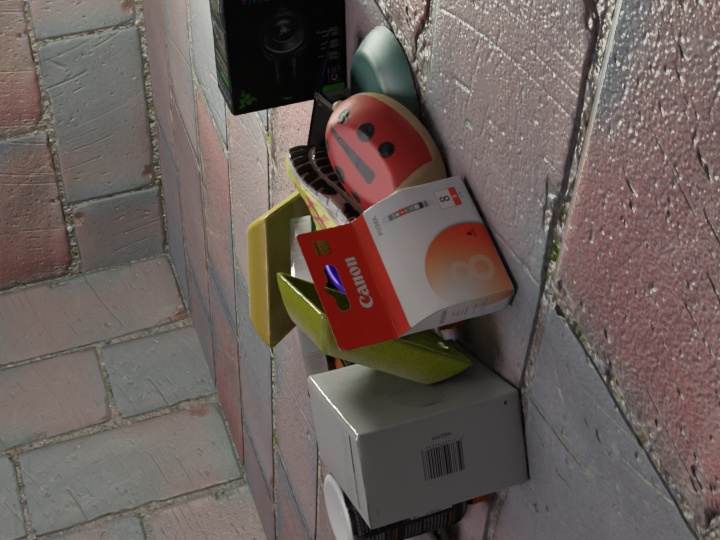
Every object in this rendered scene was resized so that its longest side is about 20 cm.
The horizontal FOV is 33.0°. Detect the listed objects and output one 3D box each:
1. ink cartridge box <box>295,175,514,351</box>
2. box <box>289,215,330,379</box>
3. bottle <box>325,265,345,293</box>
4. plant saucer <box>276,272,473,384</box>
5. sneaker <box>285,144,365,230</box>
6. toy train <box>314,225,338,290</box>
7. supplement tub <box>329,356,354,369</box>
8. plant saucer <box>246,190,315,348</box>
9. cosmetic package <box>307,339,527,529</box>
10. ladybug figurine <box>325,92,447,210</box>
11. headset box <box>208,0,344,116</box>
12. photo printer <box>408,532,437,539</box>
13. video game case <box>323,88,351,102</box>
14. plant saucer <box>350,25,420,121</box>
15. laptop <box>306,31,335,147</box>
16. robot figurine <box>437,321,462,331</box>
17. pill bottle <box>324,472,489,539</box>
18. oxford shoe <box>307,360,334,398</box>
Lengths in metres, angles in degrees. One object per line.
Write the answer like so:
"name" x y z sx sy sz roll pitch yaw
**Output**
"ink cartridge box" 0.047 -0.012 1.331 0.050 0.198 0.163 103 150 -55
"box" -0.072 0.039 1.716 0.201 0.036 0.145 -94 -4 -51
"bottle" 0.000 0.000 1.674 0.084 0.065 0.200 62 -175 11
"plant saucer" 0.005 0.075 1.436 0.048 0.199 0.200 -68 23 6
"sneaker" -0.039 -0.078 1.553 0.200 0.078 0.091 53 143 27
"toy train" -0.050 -0.067 1.747 0.056 0.041 0.202 -41 -60 -80
"supplement tub" 0.031 0.128 1.666 0.200 0.121 0.123 -124 25 -54
"plant saucer" -0.117 -0.015 1.800 0.200 0.048 0.202 -44 -42 -62
"cosmetic package" 0.064 0.187 1.444 0.200 0.198 0.124 -139 38 -66
"ladybug figurine" 0.022 -0.131 1.461 0.200 0.072 0.136 48 128 23
"headset box" -0.117 -0.328 1.712 0.093 0.173 0.201 -120 23 -48
"photo printer" 0.060 0.372 1.798 0.167 0.069 0.200 61 178 -39
"video game case" -0.015 -0.128 1.760 0.201 0.045 0.182 100 153 -56
"plant saucer" 0.026 -0.210 1.557 0.200 0.036 0.202 166 90 -75
"laptop" -0.018 -0.180 1.631 0.200 0.103 0.178 41 146 21
"robot figurine" 0.070 -0.004 1.528 0.200 0.058 0.146 -140 40 -65
"pill bottle" 0.062 0.281 1.530 0.106 0.198 0.107 167 90 -73
"oxford shoe" 0.001 0.174 1.789 0.200 0.070 0.075 33 -133 -45
